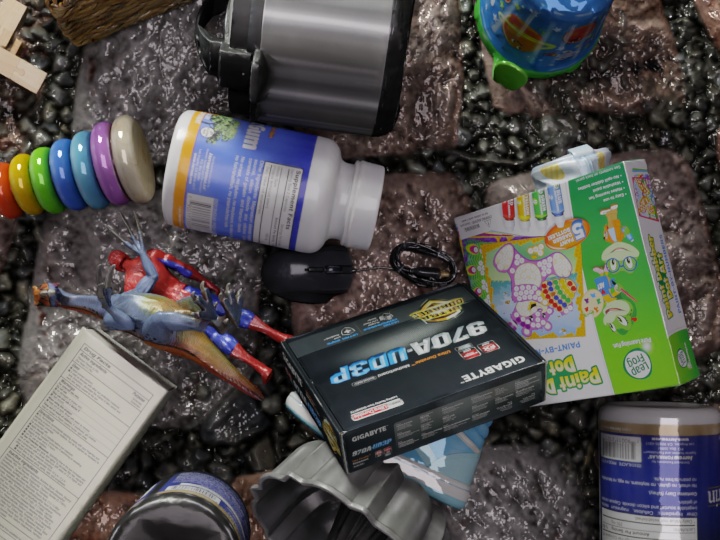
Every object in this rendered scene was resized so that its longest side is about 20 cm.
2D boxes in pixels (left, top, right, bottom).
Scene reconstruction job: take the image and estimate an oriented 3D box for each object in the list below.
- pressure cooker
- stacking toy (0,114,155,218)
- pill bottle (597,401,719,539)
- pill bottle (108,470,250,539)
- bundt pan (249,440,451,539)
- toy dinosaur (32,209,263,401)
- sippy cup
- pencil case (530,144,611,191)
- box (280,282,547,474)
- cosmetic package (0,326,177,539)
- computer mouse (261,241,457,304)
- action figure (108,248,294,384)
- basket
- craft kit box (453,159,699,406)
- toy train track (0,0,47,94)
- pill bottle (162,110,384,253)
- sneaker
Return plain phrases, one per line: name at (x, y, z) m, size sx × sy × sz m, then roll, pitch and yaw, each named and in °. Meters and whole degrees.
pressure cooker at (-0.055, -0.219, 0.890) m, size 0.197 × 0.176 × 0.181 m, roll 7°, pitch 87°, yaw -2°
stacking toy at (-0.304, -0.088, 0.918) m, size 0.197 × 0.085 × 0.087 m, roll -12°, pitch 87°, yaw 1°
pill bottle at (0.286, 0.230, 0.910) m, size 0.114 × 0.116 × 0.203 m, roll 1°, pitch 87°, yaw -4°
pill bottle at (-0.153, 0.238, 0.837) m, size 0.110 × 0.200 × 0.114 m, roll 0°, pitch 86°, yaw -3°
bundt pan at (0.001, 0.231, 0.863) m, size 0.202 × 0.202 × 0.076 m, roll 43°, pitch 54°, yaw 0°
toy dinosaur at (-0.206, 0.047, 0.866) m, size 0.179 × 0.105 × 0.203 m, roll -12°, pitch 96°, yaw 23°
sippy cup at (0.189, -0.272, 0.933) m, size 0.138 × 0.130 × 0.180 m, roll -6°, pitch 86°, yaw -5°
pencil case at (0.227, -0.018, 0.936) m, size 0.082 × 0.091 × 0.203 m, roll -13°, pitch 86°, yaw 8°
box at (0.045, 0.090, 0.868) m, size 0.198 × 0.159 × 0.047 m, roll -16°, pitch 121°, yaw -16°
cosmetic package at (-0.274, 0.164, 0.898) m, size 0.103 × 0.073 × 0.201 m, roll 37°, pitch 84°, yaw 0°
computer mouse at (0.000, 0.000, 0.948) m, size 0.197 × 0.034 × 0.059 m, roll -4°, pitch 85°, yaw -5°
action figure at (-0.162, 0.036, 0.928) m, size 0.199 × 0.052 × 0.066 m, roll 32°, pitch 79°, yaw 4°
basket at (-0.224, -0.330, 0.903) m, size 0.198 × 0.143 × 0.151 m, roll -23°, pitch 88°, yaw -5°
craft kit box at (0.194, 0.020, 0.890) m, size 0.048 × 0.199 × 0.200 m, roll -14°, pitch 87°, yaw -45°
toy train track at (-0.383, -0.174, 0.939) m, size 0.114 × 0.033 × 0.202 m, roll 29°, pitch 90°, yaw -8°
pill bottle at (-0.081, -0.080, 0.910) m, size 0.197 × 0.112 × 0.114 m, roll 11°, pitch 85°, yaw -3°
sneaker at (0.036, 0.129, 0.923) m, size 0.198 × 0.080 × 0.132 m, roll 28°, pitch 81°, yaw -4°
